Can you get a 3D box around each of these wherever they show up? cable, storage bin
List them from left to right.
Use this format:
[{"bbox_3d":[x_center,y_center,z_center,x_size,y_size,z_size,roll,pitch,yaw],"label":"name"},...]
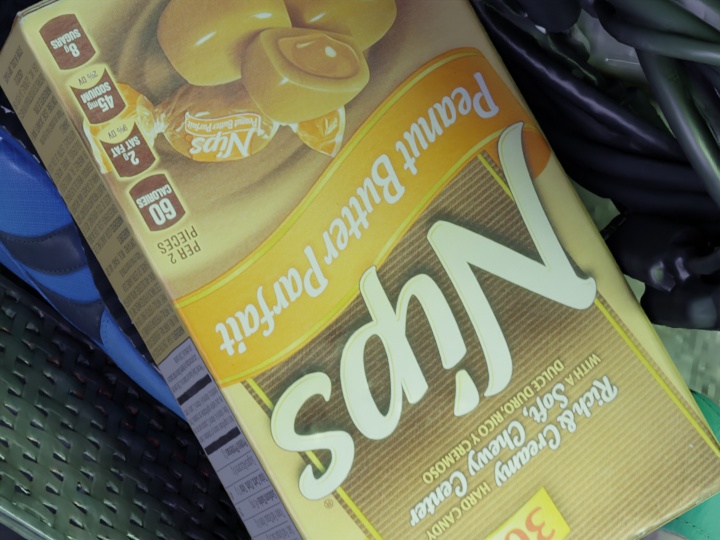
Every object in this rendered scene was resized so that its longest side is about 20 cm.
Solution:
[{"bbox_3d":[-0.143,0.073,0.833,0.200,0.094,0.135,34,122,-20],"label":"storage bin"},{"bbox_3d":[0.073,-0.058,0.722,0.051,0.200,0.163,-29,93,-6],"label":"cable"}]

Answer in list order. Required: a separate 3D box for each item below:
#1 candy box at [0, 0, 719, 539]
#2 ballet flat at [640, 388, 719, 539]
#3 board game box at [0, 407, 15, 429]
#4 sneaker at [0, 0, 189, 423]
[{"bbox_3d":[0.000,0.000,0.768,0.115,0.055,0.200,-28,86,-18],"label":"candy box"},{"bbox_3d":[0.113,0.128,0.809,0.200,0.070,0.067,61,145,6],"label":"ballet flat"},{"bbox_3d":[-0.208,-0.011,0.892,0.135,0.035,0.200,-28,101,24],"label":"board game box"},{"bbox_3d":[-0.079,-0.019,0.827,0.200,0.066,0.078,46,155,9],"label":"sneaker"}]
